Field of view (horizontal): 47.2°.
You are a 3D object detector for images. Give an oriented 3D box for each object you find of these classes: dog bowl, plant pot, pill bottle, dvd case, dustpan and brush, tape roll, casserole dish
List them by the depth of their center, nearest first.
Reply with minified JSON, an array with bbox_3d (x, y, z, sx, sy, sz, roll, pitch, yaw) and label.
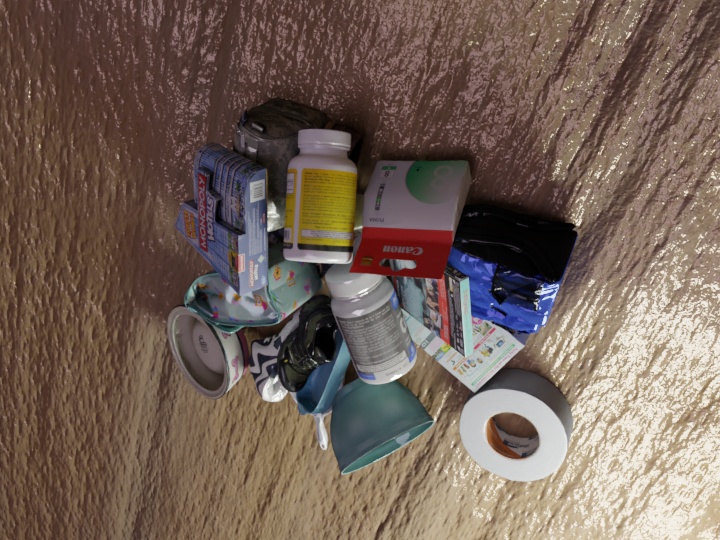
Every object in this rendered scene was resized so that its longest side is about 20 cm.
[{"bbox_3d":[-0.061,-0.115,1.296,0.111,0.112,0.204,5,93,22],"label":"pill bottle"},{"bbox_3d":[0.109,0.032,1.323,0.199,0.022,0.148,35,142,48],"label":"dvd case"},{"bbox_3d":[0.016,0.080,1.397,0.112,0.114,0.202,-7,118,27],"label":"pill bottle"},{"bbox_3d":[0.280,0.280,1.490,0.197,0.066,0.203,11,119,19],"label":"tape roll"},{"bbox_3d":[0.022,0.273,1.547,0.200,0.199,0.135,-43,67,35],"label":"plant pot"},{"bbox_3d":[-0.063,0.179,1.547,0.038,0.121,0.203,20,93,-26],"label":"casserole dish"},{"bbox_3d":[-0.084,0.262,1.652,0.138,0.057,0.203,-1,116,25],"label":"dustpan and brush"},{"bbox_3d":[-0.302,0.151,1.656,0.199,0.073,0.203,25,127,38],"label":"dog bowl"}]

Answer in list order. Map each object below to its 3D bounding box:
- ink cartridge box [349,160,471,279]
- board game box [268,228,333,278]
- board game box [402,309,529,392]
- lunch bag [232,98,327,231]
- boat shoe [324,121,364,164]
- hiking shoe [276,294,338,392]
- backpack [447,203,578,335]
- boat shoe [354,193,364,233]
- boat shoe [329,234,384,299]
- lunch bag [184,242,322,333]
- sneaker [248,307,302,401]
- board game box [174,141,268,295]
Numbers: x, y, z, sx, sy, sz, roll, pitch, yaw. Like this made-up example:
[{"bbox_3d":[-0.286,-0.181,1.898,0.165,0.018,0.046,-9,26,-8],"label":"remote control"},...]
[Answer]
[{"bbox_3d":[0.074,-0.085,1.282,0.159,0.202,0.050,4,143,26],"label":"ink cartridge box"},{"bbox_3d":[-0.149,-0.004,1.555,0.135,0.035,0.200,44,125,-2],"label":"board game box"},{"bbox_3d":[0.175,0.094,1.440,0.200,0.064,0.148,41,126,1],"label":"board game box"},{"bbox_3d":[-0.150,-0.174,1.383,0.138,0.168,0.202,20,123,13],"label":"lunch bag"},{"bbox_3d":[-0.042,-0.149,1.405,0.069,0.070,0.202,21,123,15],"label":"boat shoe"},{"bbox_3d":[-0.093,0.149,1.499,0.075,0.101,0.202,9,115,-30],"label":"hiking shoe"},{"bbox_3d":[0.219,-0.001,1.308,0.197,0.163,0.170,20,126,13],"label":"backpack"},{"bbox_3d":[0.017,-0.091,1.382,0.198,0.073,0.061,-9,149,6],"label":"boat shoe"},{"bbox_3d":[0.000,0.000,1.460,0.071,0.069,0.201,27,124,-16],"label":"boat shoe"},{"bbox_3d":[-0.194,0.027,1.467,0.197,0.170,0.124,-8,106,27],"label":"lunch bag"},{"bbox_3d":[-0.160,0.141,1.608,0.129,0.079,0.202,37,108,49],"label":"sneaker"},{"bbox_3d":[-0.230,-0.094,1.335,0.199,0.061,0.203,28,126,41],"label":"board game box"}]
